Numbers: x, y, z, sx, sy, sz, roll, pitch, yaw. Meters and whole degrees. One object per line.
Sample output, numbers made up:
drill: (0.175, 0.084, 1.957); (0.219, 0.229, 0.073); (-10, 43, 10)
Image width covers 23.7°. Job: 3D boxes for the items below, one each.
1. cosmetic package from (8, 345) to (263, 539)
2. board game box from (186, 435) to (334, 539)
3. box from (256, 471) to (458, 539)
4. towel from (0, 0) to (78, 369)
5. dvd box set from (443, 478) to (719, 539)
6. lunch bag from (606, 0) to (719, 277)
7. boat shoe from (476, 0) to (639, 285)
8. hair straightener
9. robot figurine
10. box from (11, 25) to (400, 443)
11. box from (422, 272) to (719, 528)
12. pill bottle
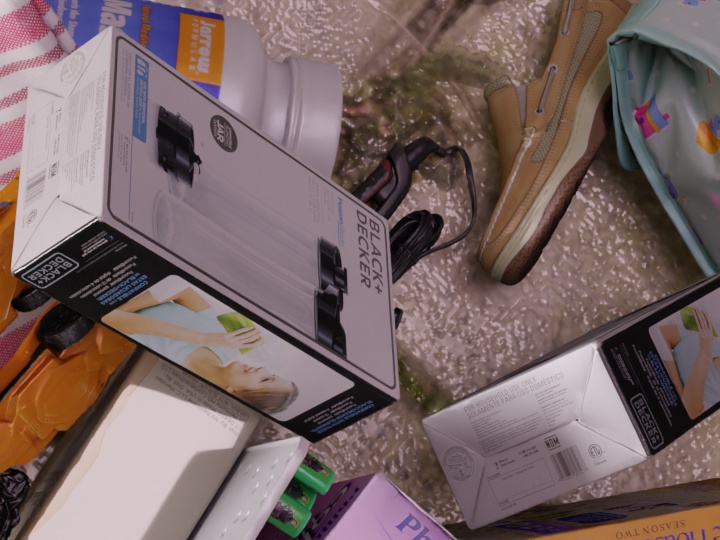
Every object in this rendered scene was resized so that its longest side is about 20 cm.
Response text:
cosmetic package: (-0.131, 0.124, 0.874); (0.073, 0.103, 0.201); (36, 71, -11)
board game box: (-0.095, 0.176, 0.823); (0.026, 0.200, 0.201); (35, 73, -10)
box: (0.019, 0.199, 0.851); (0.176, 0.200, 0.097); (42, 72, -4)
towel: (-0.181, -0.042, 0.854); (0.145, 0.030, 0.201); (-25, 123, 9)
dvd box set: (0.135, 0.141, 0.922); (0.198, 0.146, 0.030); (-7, 87, -17)
lunch bag: (0.240, -0.099, 0.996); (0.200, 0.122, 0.170); (52, 56, -6)
boat shoe: (0.104, -0.085, 1.005); (0.076, 0.072, 0.201); (28, 63, 3)
hair straightener: (0.000, 0.000, 0.974); (0.077, 0.041, 0.200); (46, 67, -3)
robot figurine: (-0.191, 0.056, 0.806); (0.200, 0.058, 0.145); (-48, 125, -20)
box: (-0.068, -0.013, 0.818); (0.200, 0.060, 0.117); (35, 39, -38)
box: (0.135, 0.061, 0.900); (0.199, 0.116, 0.061); (-20, 83, -53)
pill bottle: (-0.114, -0.088, 0.917); (0.198, 0.112, 0.113); (8, 77, -13)
